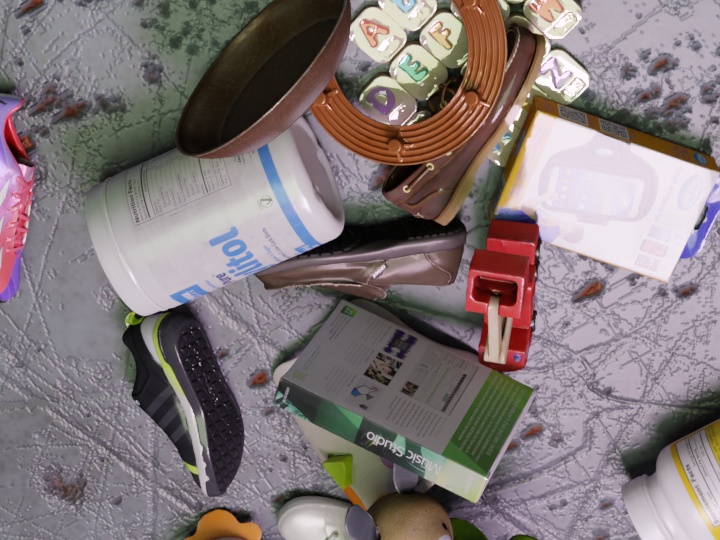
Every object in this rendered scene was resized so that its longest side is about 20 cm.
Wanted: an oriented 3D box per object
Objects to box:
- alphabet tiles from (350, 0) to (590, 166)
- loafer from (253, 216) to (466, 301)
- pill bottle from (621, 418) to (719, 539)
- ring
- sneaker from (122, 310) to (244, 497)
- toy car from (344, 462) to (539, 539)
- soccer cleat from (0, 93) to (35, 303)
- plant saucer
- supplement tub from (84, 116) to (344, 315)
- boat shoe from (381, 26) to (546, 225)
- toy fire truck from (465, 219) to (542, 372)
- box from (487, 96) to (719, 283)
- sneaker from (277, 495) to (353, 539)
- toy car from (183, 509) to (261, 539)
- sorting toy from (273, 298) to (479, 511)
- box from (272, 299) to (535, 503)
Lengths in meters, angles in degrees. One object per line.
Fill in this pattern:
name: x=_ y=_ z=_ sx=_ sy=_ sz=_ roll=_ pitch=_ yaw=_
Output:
alphabet tiles: x=0.097 y=-0.189 z=1.653 sx=0.196 sy=0.015 sz=0.200 roll=40 pitch=109 yaw=-14
loafer: x=0.000 y=0.000 z=1.706 sx=0.200 sy=0.073 sz=0.071 roll=-6 pitch=113 yaw=5
pill bottle: x=0.352 y=0.195 z=1.757 sx=0.200 sy=0.112 sz=0.112 roll=-29 pitch=109 yaw=14
ring: x=0.030 y=-0.189 z=1.607 sx=0.200 sy=0.019 sz=0.201 roll=4 pitch=99 yaw=23
sneaker: x=-0.173 y=0.122 z=1.782 sx=0.083 sy=0.072 sz=0.200 roll=-2 pitch=115 yaw=29
toy car: x=0.058 y=0.252 z=1.664 sx=0.158 sy=0.164 sz=0.200 roll=8 pitch=135 yaw=42
soccer cleat: x=-0.326 y=-0.064 z=1.697 sx=0.073 sy=0.068 sz=0.200 roll=-7 pitch=111 yaw=1
plant saucer: x=-0.074 y=-0.164 z=1.573 sx=0.200 sy=0.200 sz=0.037 roll=-41 pitch=117 yaw=17
supplement tub: x=-0.127 y=-0.054 z=1.657 sx=0.200 sy=0.132 sz=0.132 roll=-24 pitch=111 yaw=12
boat shoe: x=0.088 y=-0.130 z=1.633 sx=0.070 sy=0.070 sz=0.200 roll=24 pitch=113 yaw=-15
toy fire truck: x=0.127 y=0.033 z=1.653 sx=0.049 sy=0.141 sz=0.200 roll=8 pitch=134 yaw=9
box: x=0.228 y=-0.068 z=1.683 sx=0.200 sy=0.041 sz=0.119 roll=19 pitch=116 yaw=-5
sneaker: x=0.005 y=0.294 z=1.829 sx=0.200 sy=0.085 sz=0.073 roll=33 pitch=112 yaw=-10
toy car: x=-0.104 y=0.328 z=1.827 sx=0.177 sy=0.184 sz=0.200 roll=-15 pitch=84 yaw=8
sorting toy: x=0.014 y=0.128 z=1.764 sx=0.200 sy=0.107 sz=0.180 roll=-43 pitch=86 yaw=18
box: x=0.041 y=0.112 z=1.654 sx=0.200 sy=0.144 sz=0.036 roll=24 pitch=126 yaw=10
